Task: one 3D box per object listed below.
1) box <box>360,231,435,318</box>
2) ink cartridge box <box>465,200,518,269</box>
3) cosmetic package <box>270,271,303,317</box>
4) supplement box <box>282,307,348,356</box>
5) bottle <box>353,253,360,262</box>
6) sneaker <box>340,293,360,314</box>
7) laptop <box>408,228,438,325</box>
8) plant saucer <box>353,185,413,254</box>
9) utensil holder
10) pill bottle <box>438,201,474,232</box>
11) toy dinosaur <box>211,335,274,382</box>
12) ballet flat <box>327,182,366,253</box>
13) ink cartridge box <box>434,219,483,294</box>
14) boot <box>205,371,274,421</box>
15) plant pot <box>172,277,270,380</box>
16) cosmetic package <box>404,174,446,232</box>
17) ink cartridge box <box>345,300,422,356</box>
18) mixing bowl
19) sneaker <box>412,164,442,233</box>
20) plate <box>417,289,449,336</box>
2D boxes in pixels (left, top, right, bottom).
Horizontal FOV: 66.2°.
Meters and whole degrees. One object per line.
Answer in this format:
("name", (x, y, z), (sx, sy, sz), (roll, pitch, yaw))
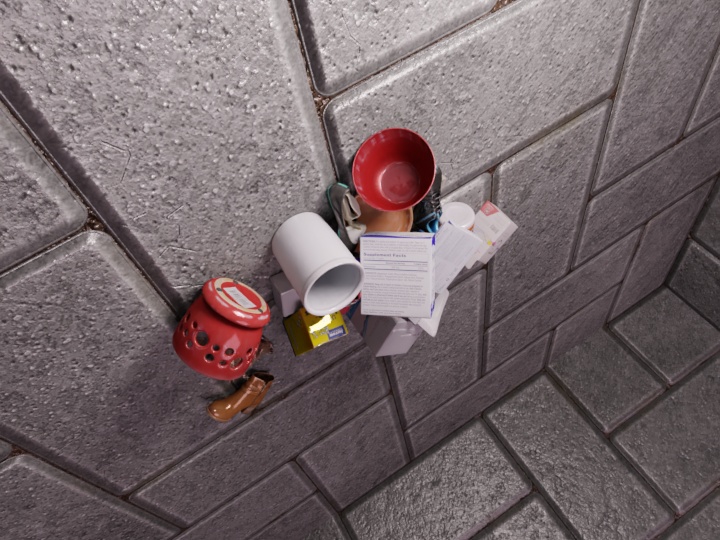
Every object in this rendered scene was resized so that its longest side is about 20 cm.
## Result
("box", (0.096, 0.008, 1.393), (0.105, 0.181, 0.203), (-38, 129, -72))
("ink cartridge box", (0.396, -0.107, 1.793), (0.067, 0.117, 0.201), (16, 120, -50))
("cosmetic package", (-0.138, 0.033, 1.499), (0.198, 0.071, 0.102), (-24, 143, -21))
("supplement box", (-0.130, 0.159, 1.543), (0.108, 0.111, 0.200), (-19, 173, -26))
("bottle", (0.000, 0.000, 1.503), (0.200, 0.064, 0.085), (-55, 145, -56))
("sneaker", (-0.040, 0.074, 1.622), (0.073, 0.087, 0.202), (-15, 140, -28))
("laptop", (0.165, 0.016, 1.557), (0.188, 0.200, 0.116), (-49, -169, -21))
("plant saucer", (0.040, -0.133, 1.455), (0.197, 0.038, 0.203), (-8, 123, -12))
("utensil holder", (-0.109, -0.019, 1.352), (0.168, 0.201, 0.171), (-25, 143, -20))
("pill bottle", (0.289, -0.103, 1.700), (0.112, 0.113, 0.201), (-27, 143, -16))
("toy dinosaur", (-0.342, 0.229, 1.533), (0.197, 0.086, 0.137), (-6, 126, -15))
("ballet flat", (-0.028, -0.122, 1.369), (0.068, 0.068, 0.202), (-53, 138, -40))
("ink cartridge box", (0.216, -0.039, 1.503), (0.199, 0.043, 0.197), (20, 114, -44))
("boot", (-0.365, 0.377, 1.685), (0.155, 0.074, 0.199), (-51, 156, 19))
("plant pot", (-0.325, 0.132, 1.334), (0.199, 0.200, 0.184), (16, 113, -50))
("cosmetic package", (0.151, -0.183, 1.518), (0.104, 0.071, 0.202), (-14, 139, -32))
("ink cartridge box", (0.077, 0.139, 1.703), (0.145, 0.201, 0.147), (2, 130, -43))
("mixing bowl", (0.086, -0.227, 1.329), (0.200, 0.201, 0.108), (-41, 165, 4))
("sneaker", (0.187, -0.179, 1.420), (0.072, 0.082, 0.202), (-23, 142, -21))
("plate", (0.186, 0.067, 1.670), (0.032, 0.200, 0.201), (-36, -162, 44))
